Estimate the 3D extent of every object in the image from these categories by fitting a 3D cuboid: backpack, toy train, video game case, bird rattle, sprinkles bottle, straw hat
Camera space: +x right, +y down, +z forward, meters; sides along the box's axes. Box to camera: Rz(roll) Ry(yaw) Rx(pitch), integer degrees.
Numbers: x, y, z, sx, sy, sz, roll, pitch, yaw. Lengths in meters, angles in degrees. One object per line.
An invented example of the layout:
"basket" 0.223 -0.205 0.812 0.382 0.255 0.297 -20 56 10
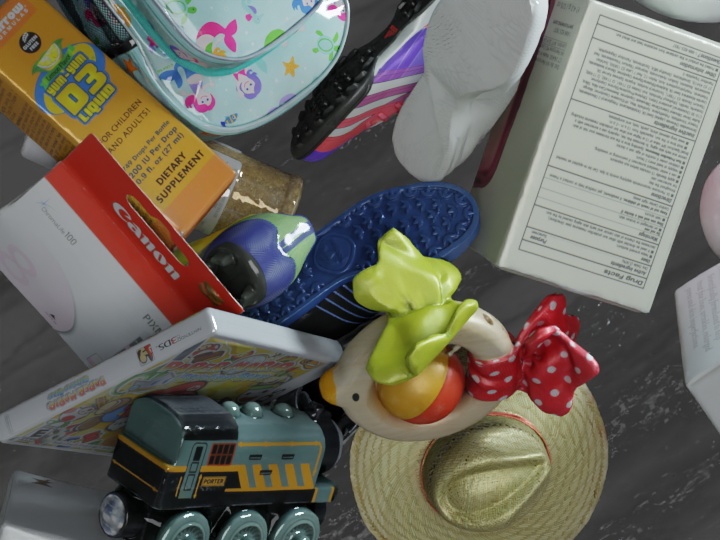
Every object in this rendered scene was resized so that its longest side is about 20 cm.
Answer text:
"backpack" -0.105 -0.195 1.596 0.177 0.150 0.201 -37 106 -22
"toy train" -0.092 0.144 1.589 0.199 0.085 0.115 4 109 -45
"video game case" -0.129 0.084 1.597 0.181 0.200 0.023 -27 71 20
"bird rattle" 0.062 0.060 1.629 0.199 0.113 0.163 21 130 -42
"sprinkles bottle" -0.143 -0.075 1.654 0.199 0.068 0.069 24 96 -9
"straw hat" 0.095 0.153 1.702 0.199 0.085 0.203 -1 99 -5

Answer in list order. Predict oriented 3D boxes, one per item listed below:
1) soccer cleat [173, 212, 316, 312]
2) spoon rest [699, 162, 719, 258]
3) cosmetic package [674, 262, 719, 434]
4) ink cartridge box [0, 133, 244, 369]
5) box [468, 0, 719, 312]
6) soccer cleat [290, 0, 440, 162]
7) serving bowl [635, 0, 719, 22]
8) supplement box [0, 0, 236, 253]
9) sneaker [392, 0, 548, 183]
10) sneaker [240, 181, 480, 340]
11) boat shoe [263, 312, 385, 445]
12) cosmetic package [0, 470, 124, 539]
"soccer cleat" -0.094 -0.001 1.619 0.084 0.200 0.065 -35 100 -27
"spoon rest" 0.354 -0.054 1.716 0.198 0.061 0.100 -10 99 10
"cosmetic package" 0.348 0.081 1.648 0.164 0.165 0.200 -32 107 16
"ink cartridge box" -0.180 0.003 1.595 0.057 0.200 0.163 -43 96 -22
"box" 0.168 -0.089 1.651 0.127 0.109 0.201 17 97 -18
"soccer cleat" 0.032 -0.144 1.664 0.073 0.068 0.200 41 95 -24
"serving bowl" 0.262 -0.279 1.661 0.198 0.066 0.202 -1 99 -6
"supplement box" -0.183 -0.103 1.579 0.200 0.069 0.067 41 71 -1
"sneaker" 0.090 -0.150 1.608 0.088 0.200 0.075 -30 72 -38
"sneaker" 0.000 0.000 1.666 0.199 0.078 0.071 -24 68 8
"boat shoe" -0.038 0.110 1.692 0.200 0.068 0.072 -40 101 2
"cosmetic package" -0.201 0.274 1.654 0.166 0.166 0.201 15 96 -7
